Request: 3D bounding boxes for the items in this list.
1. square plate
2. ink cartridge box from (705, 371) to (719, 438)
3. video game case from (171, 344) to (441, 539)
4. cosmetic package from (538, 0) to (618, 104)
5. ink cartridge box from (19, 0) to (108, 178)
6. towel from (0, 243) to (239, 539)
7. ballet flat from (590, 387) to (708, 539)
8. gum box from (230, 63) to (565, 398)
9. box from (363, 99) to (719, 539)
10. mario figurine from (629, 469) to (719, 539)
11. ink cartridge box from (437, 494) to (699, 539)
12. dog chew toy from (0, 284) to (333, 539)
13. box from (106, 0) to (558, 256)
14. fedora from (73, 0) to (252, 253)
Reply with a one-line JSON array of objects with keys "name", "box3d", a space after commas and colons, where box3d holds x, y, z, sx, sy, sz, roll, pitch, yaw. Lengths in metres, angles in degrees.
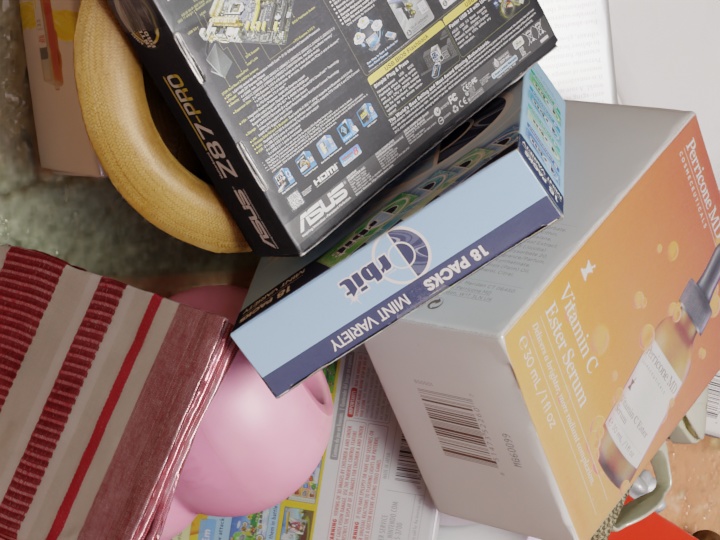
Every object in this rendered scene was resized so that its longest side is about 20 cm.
[{"name": "square plate", "box3d": [0.226, -0.163, 1.390, 0.198, 0.028, 0.201, -34, 112, -23]}, {"name": "ink cartridge box", "box3d": [0.176, 0.033, 1.361, 0.199, 0.067, 0.118, 17, 88, -32]}, {"name": "video game case", "box3d": [-0.044, 0.134, 1.220, 0.181, 0.023, 0.201, 9, 95, -1]}, {"name": "cosmetic package", "box3d": [0.093, -0.141, 1.278, 0.101, 0.071, 0.201, -9, 101, -13]}, {"name": "ink cartridge box", "box3d": [-0.107, -0.160, 1.164, 0.144, 0.083, 0.201, -12, 102, -28]}, {"name": "towel", "box3d": [-0.156, 0.070, 1.101, 0.023, 0.199, 0.145, 32, 79, -47]}, {"name": "ballet flat", "box3d": [0.164, 0.095, 1.265, 0.075, 0.068, 0.200, 51, 53, -14]}, {"name": "gum box", "box3d": [0.025, -0.031, 1.101, 0.169, 0.200, 0.045, -32, 105, 16]}, {"name": "box", "box3d": [0.112, 0.024, 1.181, 0.200, 0.106, 0.153, -47, 128, -32]}, {"name": "mario figurine", "box3d": [0.167, 0.193, 1.348, 0.199, 0.123, 0.107, 11, 109, -35]}, {"name": "ink cartridge box", "box3d": [0.088, 0.171, 1.268, 0.163, 0.199, 0.057, -54, 156, -14]}, {"name": "dog chew toy", "box3d": [-0.117, 0.092, 1.149, 0.199, 0.125, 0.125, -27, 112, 9]}, {"name": "box", "box3d": [-0.010, -0.127, 1.057, 0.200, 0.049, 0.162, -41, 113, -27]}, {"name": "fedora", "box3d": [-0.074, -0.109, 1.093, 0.200, 0.082, 0.202, 1, 88, -33]}]
